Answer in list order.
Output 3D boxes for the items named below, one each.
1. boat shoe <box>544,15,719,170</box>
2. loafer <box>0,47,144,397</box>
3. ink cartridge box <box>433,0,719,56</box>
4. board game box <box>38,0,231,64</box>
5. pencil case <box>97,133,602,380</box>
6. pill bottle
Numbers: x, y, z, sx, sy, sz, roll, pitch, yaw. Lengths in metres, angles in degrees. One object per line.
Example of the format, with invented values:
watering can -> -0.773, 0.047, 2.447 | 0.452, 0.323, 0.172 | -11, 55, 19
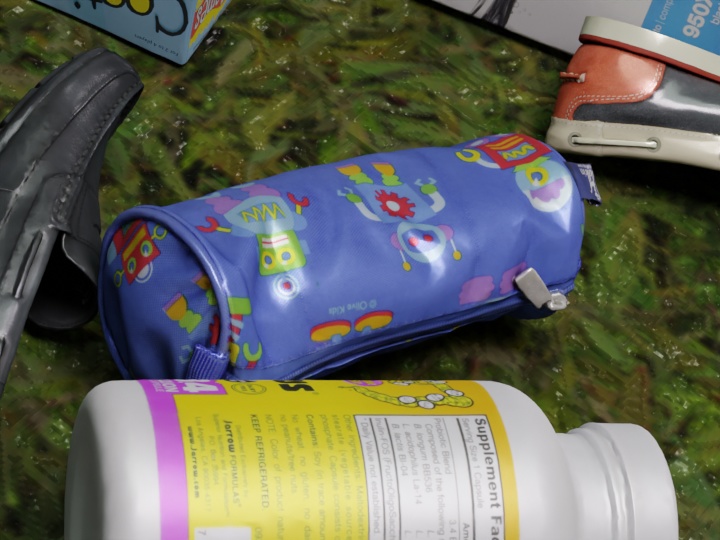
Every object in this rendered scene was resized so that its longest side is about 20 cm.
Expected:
boat shoe -> 0.182, -0.053, 0.921 | 0.199, 0.071, 0.063 | 19, 89, -3
loafer -> -0.128, -0.005, 0.781 | 0.070, 0.068, 0.201 | 30, 51, -3
ink cartridge box -> 0.102, -0.183, 0.993 | 0.199, 0.084, 0.145 | 21, 46, 3
board game box -> -0.084, -0.208, 0.878 | 0.105, 0.200, 0.103 | 24, 47, 6
pencil case -> 0.000, 0.000, 0.789 | 0.199, 0.078, 0.087 | -14, 47, -36
pill bottle -> 0.003, 0.090, 0.708 | 0.199, 0.104, 0.105 | 1, 49, -17
